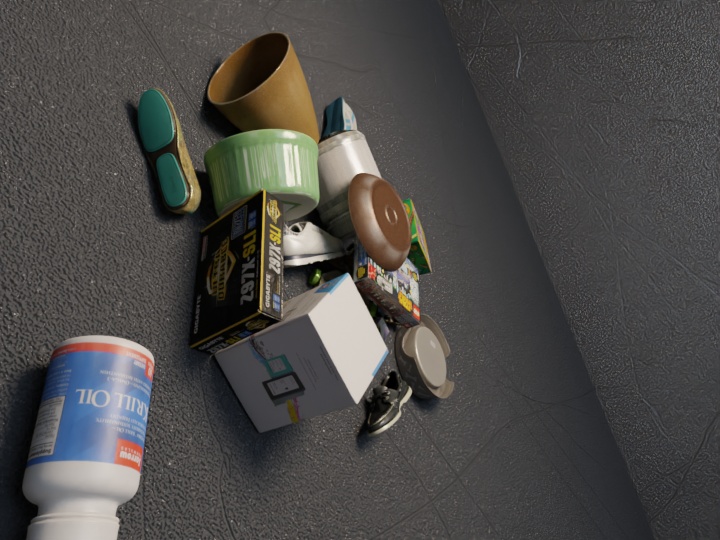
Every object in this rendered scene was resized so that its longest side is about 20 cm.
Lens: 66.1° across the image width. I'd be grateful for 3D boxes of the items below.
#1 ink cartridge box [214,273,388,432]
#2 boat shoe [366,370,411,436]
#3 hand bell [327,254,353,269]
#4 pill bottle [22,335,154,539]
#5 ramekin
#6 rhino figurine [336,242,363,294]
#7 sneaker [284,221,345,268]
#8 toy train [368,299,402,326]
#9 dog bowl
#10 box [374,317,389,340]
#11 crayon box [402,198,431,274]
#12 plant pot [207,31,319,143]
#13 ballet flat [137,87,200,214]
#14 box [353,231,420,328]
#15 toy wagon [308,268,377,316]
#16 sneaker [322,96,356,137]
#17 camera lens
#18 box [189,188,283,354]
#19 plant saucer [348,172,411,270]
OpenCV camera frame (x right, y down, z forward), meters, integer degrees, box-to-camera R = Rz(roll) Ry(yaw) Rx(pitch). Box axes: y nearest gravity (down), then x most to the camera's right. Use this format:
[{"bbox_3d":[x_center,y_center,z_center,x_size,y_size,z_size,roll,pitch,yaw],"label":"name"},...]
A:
[{"bbox_3d":[-0.088,0.128,0.852,0.149,0.196,0.147,61,31,-10],"label":"ink cartridge box"},{"bbox_3d":[0.050,0.259,1.112,0.067,0.073,0.199,61,30,-3],"label":"boat shoe"},{"bbox_3d":[0.004,-0.011,1.237,0.196,0.103,0.107,8,62,-41],"label":"hand bell"},{"bbox_3d":[-0.285,0.183,0.583,0.111,0.110,0.205,30,46,-45],"label":"pill bottle"},{"bbox_3d":[-0.160,-0.148,0.935,0.198,0.196,0.101,5,72,-56],"label":"ramekin"},{"bbox_3d":[0.000,0.000,1.126,0.087,0.060,0.201,41,34,-10],"label":"rhino figurine"},{"bbox_3d":[-0.094,-0.056,1.080,0.199,0.075,0.083,-13,92,-61],"label":"sneaker"},{"bbox_3d":[0.045,0.097,1.245,0.198,0.045,0.035,21,57,-48],"label":"toy train"},{"bbox_3d":[0.153,0.211,1.327,0.199,0.058,0.205,38,40,-41],"label":"dog bowl"},{"bbox_3d":[0.007,0.163,1.140,0.039,0.041,0.200,60,31,-11],"label":"box"},{"bbox_3d":[0.132,-0.080,1.429,0.200,0.057,0.122,54,25,-62],"label":"crayon box"},{"bbox_3d":[-0.165,-0.316,1.078,0.201,0.182,0.191,51,31,-46],"label":"plant pot"},{"bbox_3d":[-0.298,-0.182,0.869,0.070,0.070,0.205,-5,74,-58],"label":"ballet flat"},{"bbox_3d":[0.057,0.010,1.113,0.199,0.039,0.140,41,41,-42],"label":"box"},{"bbox_3d":[-0.043,0.091,1.080,0.153,0.039,0.203,31,43,-21],"label":"toy wagon"},{"bbox_3d":[-0.044,-0.339,1.368,0.081,0.075,0.204,42,40,-38],"label":"sneaker"},{"bbox_3d":[-0.033,-0.185,1.194,0.159,0.157,0.205,-24,90,-60],"label":"camera lens"},{"bbox_3d":[-0.183,0.002,0.825,0.049,0.157,0.205,30,46,-44],"label":"box"},{"bbox_3d":[0.049,-0.103,1.087,0.199,0.036,0.206,35,45,-44],"label":"plant saucer"}]
